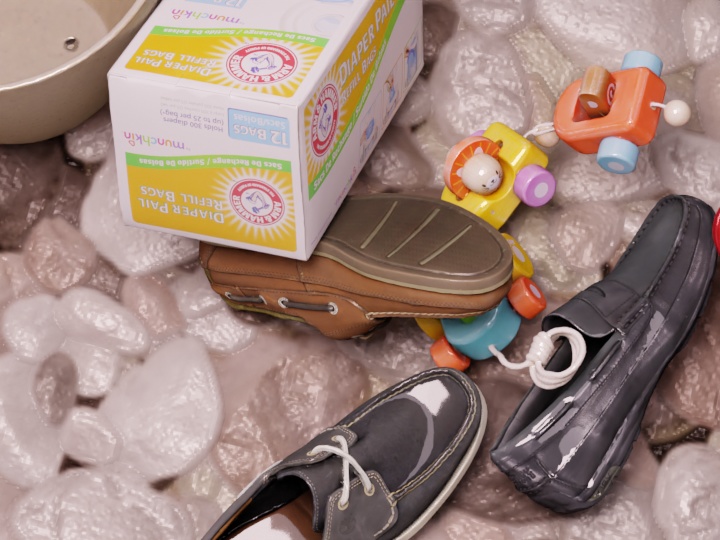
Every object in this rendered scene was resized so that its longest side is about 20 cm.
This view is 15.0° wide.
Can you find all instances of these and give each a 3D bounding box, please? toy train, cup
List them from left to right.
[{"bbox_3d":[-0.198,-0.149,1.518,0.200,0.143,0.201,-1,63,3],"label":"cup"},{"bbox_3d":[0.092,-0.036,1.507,0.056,0.150,0.200,36,65,-38],"label":"toy train"}]

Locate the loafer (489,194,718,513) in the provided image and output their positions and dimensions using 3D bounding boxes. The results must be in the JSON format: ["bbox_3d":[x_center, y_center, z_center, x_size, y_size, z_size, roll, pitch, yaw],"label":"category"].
[{"bbox_3d":[0.136,0.037,1.510,0.070,0.068,0.201,35,70,-18],"label":"loafer"}]

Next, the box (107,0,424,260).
[{"bbox_3d":[-0.047,-0.110,1.491,0.112,0.101,0.200,11,40,17],"label":"box"}]

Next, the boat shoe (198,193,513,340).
[{"bbox_3d":[0.000,0.000,1.486,0.200,0.068,0.072,14,36,35],"label":"boat shoe"}]

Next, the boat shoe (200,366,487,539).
[{"bbox_3d":[-0.012,0.121,1.461,0.200,0.068,0.072,-37,71,-11],"label":"boat shoe"}]

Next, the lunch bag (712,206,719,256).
[{"bbox_3d":[0.310,0.001,1.495,0.176,0.082,0.200,-35,96,1],"label":"lunch bag"}]
